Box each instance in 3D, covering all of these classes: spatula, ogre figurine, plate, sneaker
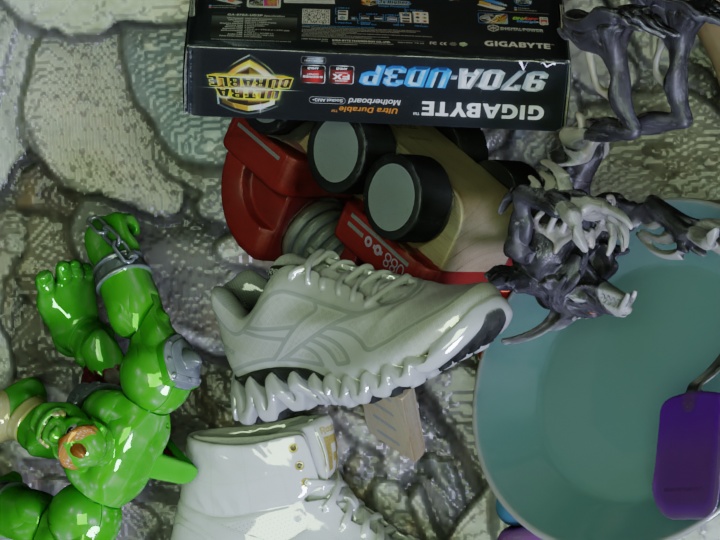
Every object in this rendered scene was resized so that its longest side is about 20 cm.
[{"bbox_3d":[0.187,0.031,1.360,0.021,0.057,0.200,30,70,-23],"label":"spatula"},{"bbox_3d":[-0.153,0.078,1.510,0.200,0.098,0.120,-50,51,-3],"label":"ogre figurine"},{"bbox_3d":[0.149,0.057,1.408,0.200,0.026,0.200,-18,57,30],"label":"plate"},{"bbox_3d":[-0.010,0.141,1.514,0.200,0.074,0.116,8,99,9],"label":"sneaker"},{"bbox_3d":[-0.008,0.026,1.370,0.200,0.075,0.081,-14,98,46],"label":"sneaker"}]

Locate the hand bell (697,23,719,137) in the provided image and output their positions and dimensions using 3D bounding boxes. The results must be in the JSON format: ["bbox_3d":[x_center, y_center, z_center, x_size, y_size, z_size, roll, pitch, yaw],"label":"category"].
[{"bbox_3d":[0.186,-0.175,1.462,0.104,0.104,0.200,-34,78,10],"label":"hand bell"}]

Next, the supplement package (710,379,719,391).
[{"bbox_3d":[0.295,0.083,1.443,0.200,0.117,0.117,40,98,2],"label":"supplement package"}]

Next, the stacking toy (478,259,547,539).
[{"bbox_3d":[0.099,0.079,1.493,0.085,0.085,0.200,-14,89,9],"label":"stacking toy"}]

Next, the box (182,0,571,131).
[{"bbox_3d":[0.008,-0.138,1.428,0.200,0.159,0.046,2,126,-2],"label":"box"}]

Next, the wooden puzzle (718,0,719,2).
[{"bbox_3d":[0.206,-0.231,1.423,0.200,0.037,0.185,39,89,30],"label":"wooden puzzle"}]

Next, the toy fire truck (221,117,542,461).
[{"bbox_3d":[0.000,0.000,1.477,0.176,0.129,0.200,41,118,38],"label":"toy fire truck"}]

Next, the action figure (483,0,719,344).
[{"bbox_3d":[0.130,-0.039,1.352,0.102,0.119,0.200,35,122,39],"label":"action figure"}]
